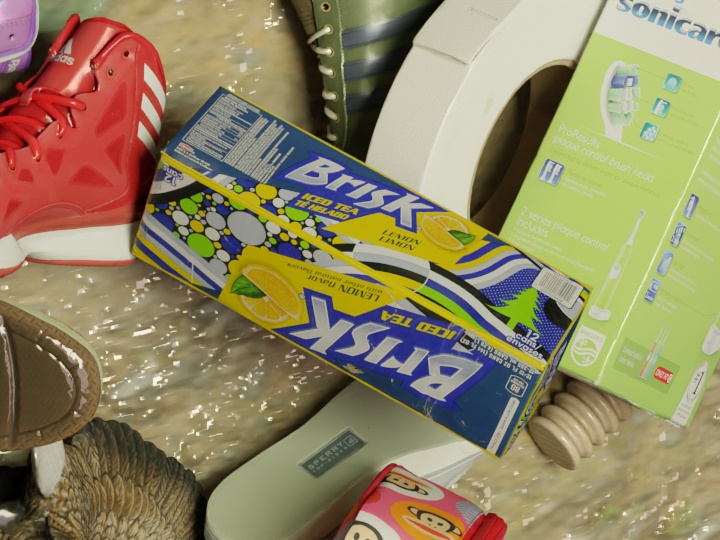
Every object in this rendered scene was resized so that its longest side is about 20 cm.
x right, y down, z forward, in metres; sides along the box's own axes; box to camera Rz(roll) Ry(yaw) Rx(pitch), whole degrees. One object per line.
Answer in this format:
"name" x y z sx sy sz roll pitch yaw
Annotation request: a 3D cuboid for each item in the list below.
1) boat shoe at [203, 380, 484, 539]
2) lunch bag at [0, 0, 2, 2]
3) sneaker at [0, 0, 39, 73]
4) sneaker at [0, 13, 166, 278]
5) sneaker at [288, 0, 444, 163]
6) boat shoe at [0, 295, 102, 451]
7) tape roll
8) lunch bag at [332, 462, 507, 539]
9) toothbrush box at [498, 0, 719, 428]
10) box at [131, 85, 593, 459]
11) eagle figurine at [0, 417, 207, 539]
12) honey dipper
"boat shoe" 0.002 0.108 1.336 0.200 0.070 0.072 -29 142 -30
"lunch bag" -0.176 -0.224 1.111 0.160 0.077 0.201 31 61 -27
"sneaker" -0.204 -0.081 1.164 0.114 0.073 0.201 20 91 -35
"sneaker" -0.158 -0.062 1.161 0.200 0.078 0.116 -8 115 -63
"sneaker" 0.000 -0.114 1.284 0.090 0.067 0.201 20 99 -15
"boat shoe" -0.208 0.032 1.145 0.199 0.076 0.072 11 97 2
"tape roll" 0.070 -0.060 1.294 0.203 0.037 0.203 -38 141 -39
"lunch bag" -0.010 0.197 1.215 0.082 0.176 0.200 27 103 8
"toothbrush box" 0.150 -0.035 1.319 0.201 0.086 0.146 -64 153 1
"box" 0.000 0.000 1.198 0.064 0.200 0.070 -52 169 -45
"eagle figurine" -0.135 0.142 1.230 0.200 0.151 0.152 30 76 -21
"honey dipper" 0.172 0.030 1.429 0.200 0.038 0.038 -43 119 -16
